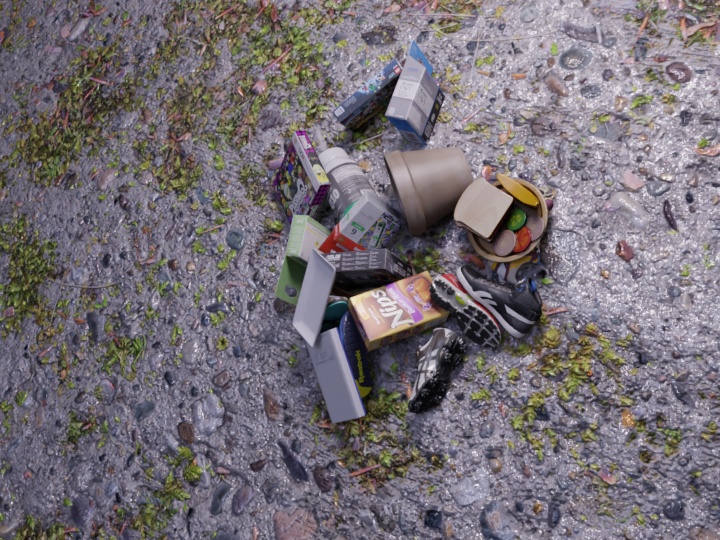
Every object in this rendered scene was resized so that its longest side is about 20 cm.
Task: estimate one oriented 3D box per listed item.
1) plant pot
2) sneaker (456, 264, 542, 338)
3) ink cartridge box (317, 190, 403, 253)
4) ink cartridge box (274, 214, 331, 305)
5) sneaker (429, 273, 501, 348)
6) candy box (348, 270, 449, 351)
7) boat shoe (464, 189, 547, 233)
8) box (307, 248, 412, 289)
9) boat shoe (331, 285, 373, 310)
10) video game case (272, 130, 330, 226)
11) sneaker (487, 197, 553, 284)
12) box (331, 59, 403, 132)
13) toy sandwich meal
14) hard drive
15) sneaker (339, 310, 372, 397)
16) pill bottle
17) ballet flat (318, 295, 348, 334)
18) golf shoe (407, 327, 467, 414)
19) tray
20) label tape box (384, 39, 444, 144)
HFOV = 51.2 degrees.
[{"bbox_3d":[0.164,-0.196,1.720,0.172,0.200,0.202,-18,66,2],"label":"plant pot"},{"bbox_3d":[0.308,0.036,1.604,0.200,0.073,0.112,46,119,13],"label":"sneaker"},{"bbox_3d":[-0.002,-0.080,1.765,0.200,0.108,0.051,-47,25,26],"label":"ink cartridge box"},{"bbox_3d":[-0.135,-0.018,1.823,0.048,0.145,0.202,6,78,25],"label":"ink cartridge box"},{"bbox_3d":[0.243,0.079,1.648,0.200,0.085,0.077,48,127,11],"label":"sneaker"},{"bbox_3d":[0.084,0.090,1.677,0.198,0.057,0.117,-19,64,-15],"label":"candy box"},{"bbox_3d":[0.314,-0.146,1.675,0.199,0.073,0.063,-23,83,24],"label":"boat shoe"},{"bbox_3d":[0.000,0.000,1.744,0.198,0.157,0.050,-4,73,26],"label":"box"},{"bbox_3d":[0.021,0.083,1.763,0.199,0.076,0.074,28,81,24],"label":"boat shoe"},{"bbox_3d":[-0.151,-0.216,1.889,0.182,0.036,0.200,65,145,27],"label":"video game case"},{"bbox_3d":[0.370,-0.062,1.634,0.090,0.075,0.201,41,102,22],"label":"sneaker"},{"bbox_3d":[0.033,-0.430,1.866,0.199,0.136,0.038,-37,81,12],"label":"box"},{"bbox_3d":[0.298,-0.117,1.601,0.204,0.070,0.207,-10,72,31],"label":"toy sandwich meal"},{"bbox_3d":[-0.058,0.240,1.704,0.132,0.025,0.202,-28,79,56],"label":"hard drive"},{"bbox_3d":[-0.027,0.190,1.723,0.082,0.073,0.202,3,97,54],"label":"sneaker"},{"bbox_3d":[-0.034,-0.199,1.846,0.113,0.113,0.201,-37,61,12],"label":"pill bottle"},{"bbox_3d":[-0.080,0.099,1.755,0.072,0.071,0.201,64,150,26],"label":"ballet flat"},{"bbox_3d":[0.154,0.220,1.660,0.094,0.078,0.201,31,88,47],"label":"golf shoe"},{"bbox_3d":[-0.100,0.061,1.687,0.107,0.022,0.202,41,122,46],"label":"tray"},{"bbox_3d":[0.144,-0.427,1.807,0.063,0.144,0.202,17,83,29],"label":"label tape box"}]
